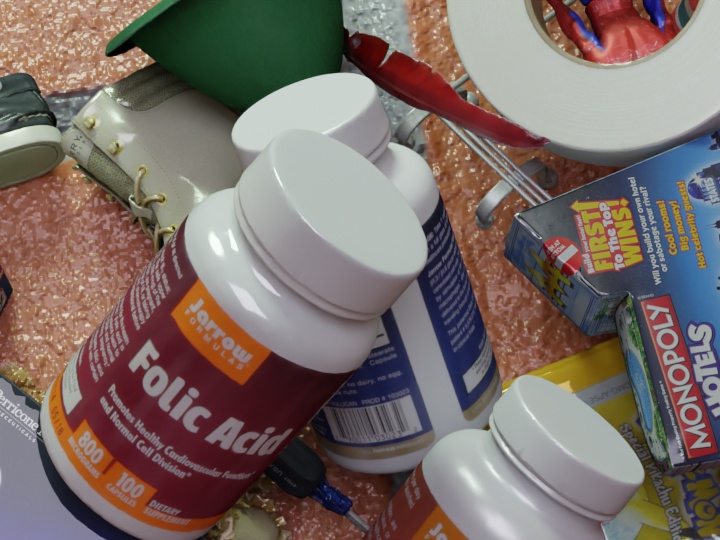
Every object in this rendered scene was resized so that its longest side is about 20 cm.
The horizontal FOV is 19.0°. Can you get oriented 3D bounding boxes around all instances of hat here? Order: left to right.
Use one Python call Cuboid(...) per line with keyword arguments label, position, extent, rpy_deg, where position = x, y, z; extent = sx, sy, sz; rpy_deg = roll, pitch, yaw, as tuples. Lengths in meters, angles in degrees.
Cuboid(label="hat", position=(-0.031, -0.097, 1.233), extent=(0.165, 0.200, 0.177), rpy_deg=(-33, 95, -12))

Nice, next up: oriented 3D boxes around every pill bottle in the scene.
Cuboid(label="pill bottle", position=(-0.062, 0.033, 1.070), extent=(0.114, 0.114, 0.200), rpy_deg=(49, 118, 14))
Cuboid(label="pill bottle", position=(0.000, 0.000, 1.172), extent=(0.110, 0.111, 0.201), rpy_deg=(-23, 117, -7))
Cuboid(label="pill bottle", position=(0.057, 0.158, 1.133), extent=(0.112, 0.112, 0.201), rpy_deg=(39, 108, 12))

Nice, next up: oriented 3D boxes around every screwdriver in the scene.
Cuboid(label="screwdriver", position=(0.007, 0.142, 1.199), extent=(0.199, 0.028, 0.029), rpy_deg=(37, 98, -7))

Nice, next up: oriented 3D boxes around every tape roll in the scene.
Cuboid(label="tape roll", position=(0.147, -0.160, 1.207), extent=(0.201, 0.037, 0.205), rpy_deg=(-4, 78, 18))

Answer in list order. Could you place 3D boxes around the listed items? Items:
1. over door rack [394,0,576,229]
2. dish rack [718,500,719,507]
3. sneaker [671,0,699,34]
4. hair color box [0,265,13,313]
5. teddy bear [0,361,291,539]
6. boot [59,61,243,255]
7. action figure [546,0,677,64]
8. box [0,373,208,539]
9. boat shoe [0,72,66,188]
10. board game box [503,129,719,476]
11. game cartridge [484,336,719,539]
Cuboid(label="over door rack", position=(0.135, -0.084, 1.279), extent=(0.148, 0.067, 0.200), rpy_deg=(44, 64, 12))
Cuboid(label="dish rack", position=(0.290, 0.106, 1.197), extent=(0.153, 0.055, 0.201), rpy_deg=(34, 67, 4))
Cuboid(label="sneaker", position=(0.270, -0.197, 1.275), extent=(0.199, 0.094, 0.070), rpy_deg=(-34, 72, -25))
Cuboid(label="hair color box", position=(-0.261, -0.011, 1.181), extent=(0.099, 0.200, 0.061), rpy_deg=(22, 73, 7))
Cuboid(label="teddy bear", position=(-0.132, 0.117, 1.219), extent=(0.198, 0.067, 0.146), rpy_deg=(-7, 77, -9))
Cuboid(label="boot", position=(-0.115, -0.027, 1.237), extent=(0.154, 0.072, 0.200), rpy_deg=(34, 55, 11))
Cuboid(label="action figure", position=(0.140, -0.172, 1.261), extent=(0.065, 0.052, 0.202), rpy_deg=(-14, 71, -11))
Cuboid(label="box", position=(-0.157, 0.172, 1.133), extent=(0.199, 0.079, 0.142), rpy_deg=(38, 74, 0))
Cuboid(label="boat shoe", position=(-0.277, -0.075, 1.268), extent=(0.198, 0.075, 0.067), rpy_deg=(-15, 71, -5))
Cuboid(label="board game box", position=(0.186, 0.012, 1.163), extent=(0.198, 0.062, 0.202), rpy_deg=(-9, 68, -6))
Cuboid(label="game cartridge", position=(0.172, 0.121, 1.227), extent=(0.199, 0.032, 0.177), rpy_deg=(-23, 74, -5))
